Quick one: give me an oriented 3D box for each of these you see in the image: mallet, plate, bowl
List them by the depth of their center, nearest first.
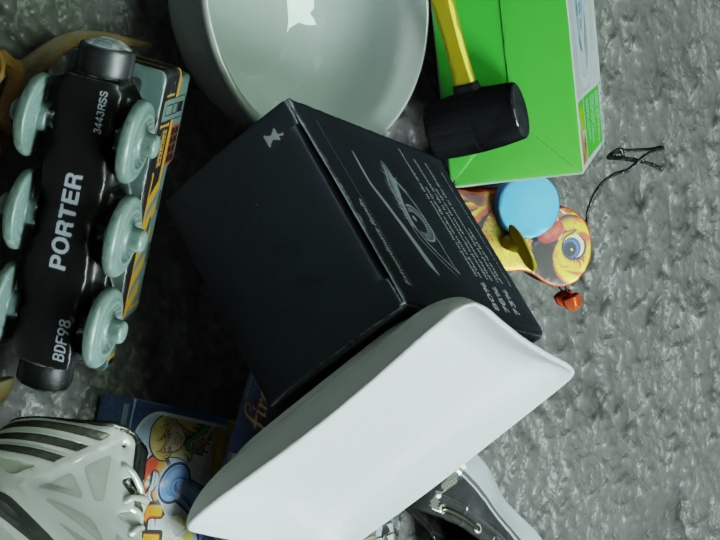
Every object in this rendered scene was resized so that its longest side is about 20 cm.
[{"bbox_3d":[0.013,0.090,0.985,0.032,0.200,0.199,56,11,26],"label":"plate"},{"bbox_3d":[-0.053,-0.170,1.080,0.201,0.090,0.202,-1,91,-46],"label":"bowl"},{"bbox_3d":[0.062,-0.170,1.086,0.041,0.066,0.201,-53,135,-67],"label":"mallet"}]

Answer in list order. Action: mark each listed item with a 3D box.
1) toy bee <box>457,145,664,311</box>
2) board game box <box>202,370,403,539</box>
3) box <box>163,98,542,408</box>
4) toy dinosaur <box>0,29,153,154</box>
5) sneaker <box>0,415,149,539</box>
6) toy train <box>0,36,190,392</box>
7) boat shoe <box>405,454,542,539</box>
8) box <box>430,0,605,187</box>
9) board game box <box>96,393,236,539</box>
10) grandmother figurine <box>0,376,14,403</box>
[{"bbox_3d":[0.122,-0.021,1.222,0.131,0.199,0.109,-46,129,-77],"label":"toy bee"},{"bbox_3d":[-0.026,0.143,1.109,0.200,0.034,0.136,45,55,-57],"label":"board game box"},{"bbox_3d":[0.000,0.000,1.033,0.200,0.104,0.148,15,42,-59],"label":"box"},{"bbox_3d":[-0.199,-0.100,0.965,0.200,0.060,0.106,-61,158,-29],"label":"toy dinosaur"},{"bbox_3d":[-0.119,0.146,0.897,0.200,0.076,0.115,37,53,0],"label":"sneaker"},{"bbox_3d":[-0.149,-0.033,0.956,0.114,0.085,0.201,-45,149,-74],"label":"toy train"},{"bbox_3d":[0.079,0.192,1.223,0.066,0.070,0.200,-61,147,-23],"label":"boat shoe"},{"bbox_3d":[0.109,-0.172,1.198,0.176,0.096,0.201,-37,122,-72],"label":"box"},{"bbox_3d":[-0.117,0.186,1.055,0.135,0.034,0.201,17,78,-46],"label":"board game box"},{"bbox_3d":[-0.215,0.165,0.936,0.121,0.060,0.201,-12,97,-37],"label":"grandmother figurine"}]
